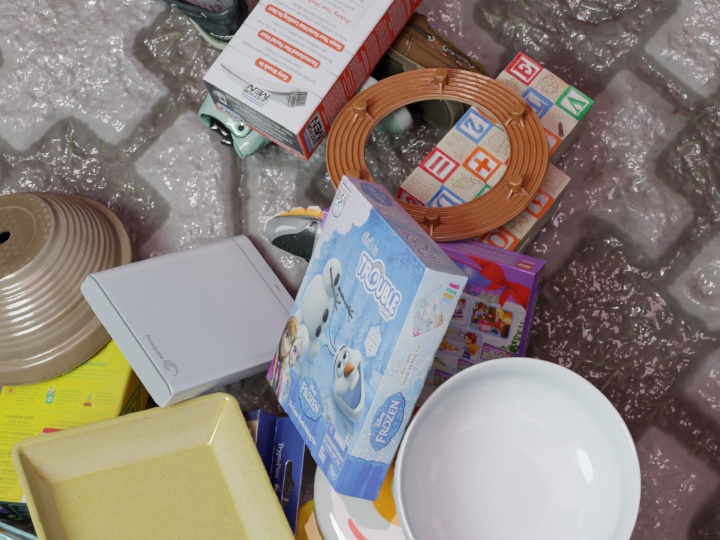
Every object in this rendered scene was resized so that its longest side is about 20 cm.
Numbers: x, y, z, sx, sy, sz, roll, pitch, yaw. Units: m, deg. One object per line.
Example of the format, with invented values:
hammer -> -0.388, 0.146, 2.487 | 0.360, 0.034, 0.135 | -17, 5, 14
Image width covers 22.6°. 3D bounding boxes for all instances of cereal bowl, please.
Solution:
cereal bowl -> 0.122, 0.176, 1.450 | 0.198, 0.083, 0.202 | 1, 74, -5

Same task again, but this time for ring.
ring -> 0.068, -0.109, 1.597 | 0.198, 0.019, 0.202 | -2, 52, 3

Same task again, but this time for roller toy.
roller toy -> 0.051, 0.197, 1.553 | 0.198, 0.140, 0.184 | 16, 75, 10

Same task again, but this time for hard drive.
hard drive -> -0.138, 0.040, 1.606 | 0.132, 0.199, 0.027 | 53, 128, 16

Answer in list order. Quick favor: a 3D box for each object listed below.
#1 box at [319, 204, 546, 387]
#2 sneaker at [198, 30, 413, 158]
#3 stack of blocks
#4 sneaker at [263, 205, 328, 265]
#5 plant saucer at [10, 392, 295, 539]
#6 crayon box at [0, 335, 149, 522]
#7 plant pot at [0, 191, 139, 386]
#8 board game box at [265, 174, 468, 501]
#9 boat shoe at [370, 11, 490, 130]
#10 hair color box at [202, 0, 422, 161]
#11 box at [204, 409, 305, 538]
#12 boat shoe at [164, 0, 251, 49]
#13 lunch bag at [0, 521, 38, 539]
box -> 0.053, 0.032, 1.585 | 0.198, 0.039, 0.138 | 17, 114, 16
sneaker -> -0.055, -0.140, 1.700 | 0.199, 0.074, 0.119 | 23, 73, 18
stack of blocks -> 0.132, -0.092, 1.646 | 0.115, 0.059, 0.200 | 36, 61, 10
sneaker -> 0.000, 0.000, 1.653 | 0.199, 0.078, 0.078 | 20, 81, 10
plant saucer -> -0.168, 0.210, 1.484 | 0.198, 0.049, 0.201 | -12, 54, -20
crayon box -> -0.261, 0.127, 1.624 | 0.126, 0.051, 0.201 | 3, 62, 21
plant pot -> -0.308, -0.004, 1.637 | 0.199, 0.093, 0.202 | -10, 51, 13
board game box -> -0.001, 0.050, 1.479 | 0.043, 0.200, 0.200 | 15, 107, -26
boat shoe -> 0.037, -0.212, 1.722 | 0.200, 0.072, 0.068 | 42, 64, 16
hair color box -> -0.040, -0.215, 1.652 | 0.110, 0.064, 0.201 | 31, 75, 19
box -> -0.137, 0.186, 1.580 | 0.199, 0.032, 0.122 | -7, 69, 35
boat shoe -> -0.183, -0.299, 1.763 | 0.074, 0.066, 0.200 | -38, 74, -7
lunch bag -> -0.270, 0.270, 1.549 | 0.198, 0.160, 0.078 | 18, 79, 11
